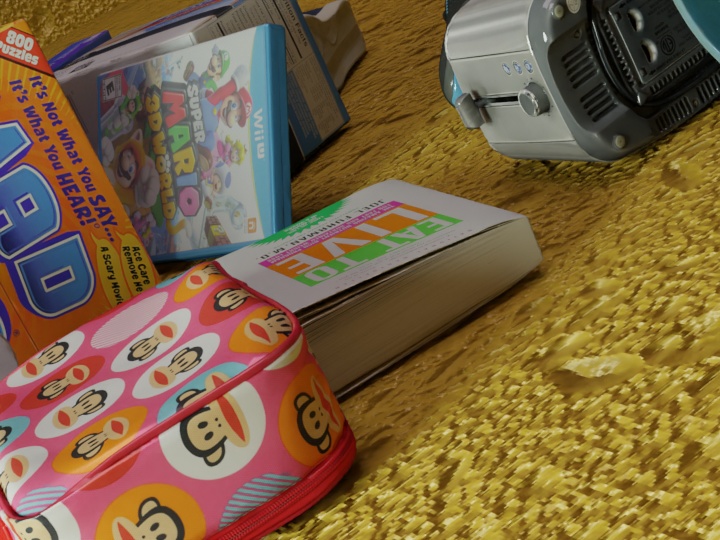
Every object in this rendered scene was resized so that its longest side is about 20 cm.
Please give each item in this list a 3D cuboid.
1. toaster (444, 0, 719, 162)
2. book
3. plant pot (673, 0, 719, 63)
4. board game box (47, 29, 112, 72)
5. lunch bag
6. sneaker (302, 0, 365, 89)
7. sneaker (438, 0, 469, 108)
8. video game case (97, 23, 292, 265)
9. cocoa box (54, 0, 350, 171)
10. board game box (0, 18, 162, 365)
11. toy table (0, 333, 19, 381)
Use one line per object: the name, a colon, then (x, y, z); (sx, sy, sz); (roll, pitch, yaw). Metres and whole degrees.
toaster: (0.144, -0.142, 0.930); (0.199, 0.114, 0.129); (-37, 18, -24)
book: (0.000, 0.000, 0.862); (0.133, 0.048, 0.200); (-27, 15, -14)
plant pot: (0.278, -0.207, 0.817); (0.186, 0.202, 0.199); (-19, 12, -27)
board game box: (-0.242, -0.095, 1.314); (0.044, 0.135, 0.200); (-15, 21, 32)
lunch bag: (-0.107, 0.077, 0.723); (0.175, 0.082, 0.200); (-31, 18, -11)
sneaker: (-0.059, -0.185, 1.417); (0.084, 0.076, 0.200); (-18, 10, 20)
sneaker: (0.095, -0.179, 1.149); (0.082, 0.073, 0.201); (-37, 25, 50)
video game case: (-0.118, -0.079, 1.099); (0.018, 0.145, 0.199); (2, -6, -43)
cocoa box: (-0.135, -0.127, 1.250); (0.199, 0.134, 0.131); (-12, 22, 39)
board game box: (-0.295, -0.028, 1.089); (0.199, 0.201, 0.199); (-34, 19, -26)
toy table: (-0.287, 0.090, 0.832); (0.116, 0.186, 0.199); (15, 33, 40)
